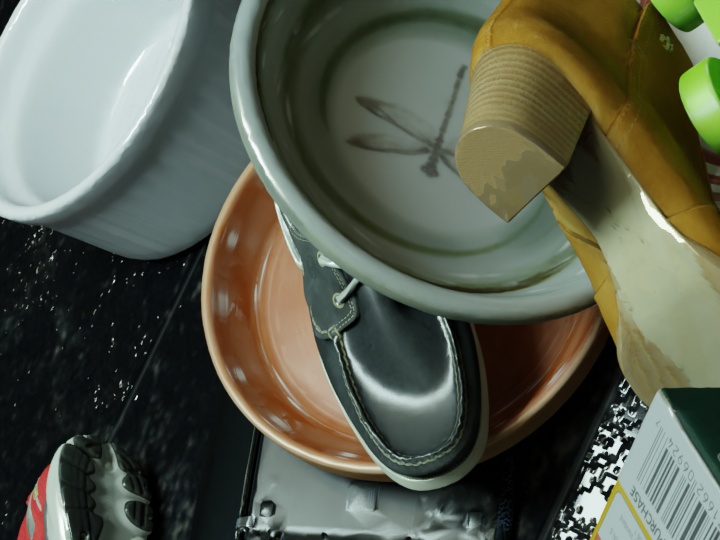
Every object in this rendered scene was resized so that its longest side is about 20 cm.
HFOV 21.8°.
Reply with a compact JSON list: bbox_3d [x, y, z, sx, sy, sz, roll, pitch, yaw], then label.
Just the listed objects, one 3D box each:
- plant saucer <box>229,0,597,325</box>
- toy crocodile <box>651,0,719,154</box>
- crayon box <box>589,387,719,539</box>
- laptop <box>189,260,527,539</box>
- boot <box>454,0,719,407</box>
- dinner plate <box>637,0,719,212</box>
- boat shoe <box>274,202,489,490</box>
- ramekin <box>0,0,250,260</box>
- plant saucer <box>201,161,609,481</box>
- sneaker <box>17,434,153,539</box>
[{"bbox_3d":[0.036,-0.061,0.779,0.050,0.199,0.201,127,150,-56],"label":"plant saucer"},{"bbox_3d":[0.160,-0.096,0.734,0.067,0.062,0.201,-37,41,27],"label":"toy crocodile"},{"bbox_3d":[0.115,0.156,0.646,0.126,0.051,0.201,-117,37,-46],"label":"crayon box"},{"bbox_3d":[-0.002,0.062,0.911,0.199,0.103,0.178,-1,66,20],"label":"laptop"},{"bbox_3d":[0.123,-0.031,0.731,0.071,0.201,0.144,-36,17,37],"label":"boot"},{"bbox_3d":[0.185,-0.114,0.794,0.200,0.024,0.201,-25,51,36],"label":"dinner plate"},{"bbox_3d":[0.000,0.000,0.804,0.072,0.068,0.201,-23,62,12],"label":"boat shoe"},{"bbox_3d":[-0.128,-0.104,1.080,0.200,0.098,0.201,-27,50,36],"label":"ramekin"},{"bbox_3d":[0.024,0.001,0.851,0.199,0.032,0.201,-8,64,18],"label":"plant saucer"},{"bbox_3d":[-0.149,0.185,0.966,0.085,0.077,0.201,-43,34,39],"label":"sneaker"}]
